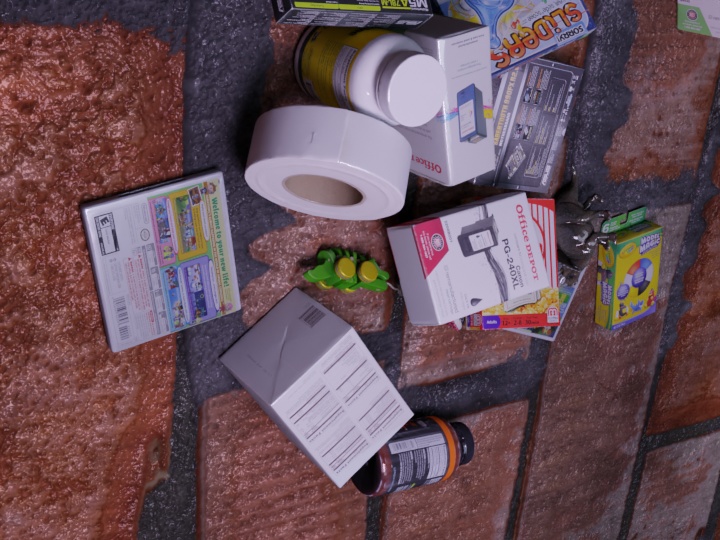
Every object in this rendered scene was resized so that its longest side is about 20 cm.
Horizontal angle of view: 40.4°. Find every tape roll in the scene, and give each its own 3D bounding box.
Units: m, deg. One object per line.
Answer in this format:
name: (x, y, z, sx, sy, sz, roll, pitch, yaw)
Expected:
tape roll: (-0.039, -0.129, 1.207, 0.202, 0.202, 0.071, 24, 69, -40)

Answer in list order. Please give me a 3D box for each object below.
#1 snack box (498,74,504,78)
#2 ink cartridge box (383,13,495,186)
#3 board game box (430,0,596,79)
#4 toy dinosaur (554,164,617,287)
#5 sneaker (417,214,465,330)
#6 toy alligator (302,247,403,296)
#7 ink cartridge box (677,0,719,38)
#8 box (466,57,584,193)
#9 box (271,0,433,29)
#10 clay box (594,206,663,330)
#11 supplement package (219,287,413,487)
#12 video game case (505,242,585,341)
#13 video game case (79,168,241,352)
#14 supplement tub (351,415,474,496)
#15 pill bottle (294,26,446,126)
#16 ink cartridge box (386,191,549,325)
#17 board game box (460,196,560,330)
snack box: (0.236, -0.364, 1.379, 0.072, 0.024, 0.200, 43, 75, -2)
ink cartridge box: (0.098, -0.230, 1.299, 0.087, 0.145, 0.200, -22, 121, -28)
board game box: (0.207, -0.348, 1.338, 0.200, 0.034, 0.135, -28, 90, -16)
toy dinosaur: (0.347, -0.071, 1.568, 0.102, 0.077, 0.200, -10, 92, -3)
sneaker: (0.121, 0.008, 1.467, 0.075, 0.081, 0.200, -38, 127, -18)
toy alligator: (0.000, 0.000, 1.398, 0.200, 0.059, 0.054, 9, 65, -37)
ink cartridge box: (0.575, -0.472, 1.525, 0.084, 0.145, 0.200, -25, 123, -22)
box: (0.238, -0.221, 1.465, 0.158, 0.048, 0.200, 2, 109, -35)
box: (-0.023, -0.382, 1.148, 0.200, 0.048, 0.193, -8, 84, -33)
clay box: (0.475, -0.004, 1.733, 0.115, 0.048, 0.200, -20, 122, -28)
supplement package: (-0.059, 0.162, 1.362, 0.151, 0.152, 0.200, -43, 129, -12)
video game case: (0.290, 0.018, 1.629, 0.200, 0.022, 0.182, 15, 101, -40)
video game case: (-0.247, -0.013, 1.236, 0.182, 0.022, 0.200, -19, 120, -27)
supplement tub: (0.084, 0.289, 1.553, 0.200, 0.107, 0.107, -4, 113, -35)
pill bottle: (0.013, -0.240, 1.198, 0.112, 0.200, 0.112, -15, 119, -30)
ink cartridge box: (0.155, -0.019, 1.388, 0.200, 0.083, 0.145, -18, 95, -26)
board game box: (0.230, -0.011, 1.502, 0.151, 0.046, 0.200, -2, 88, -29)
